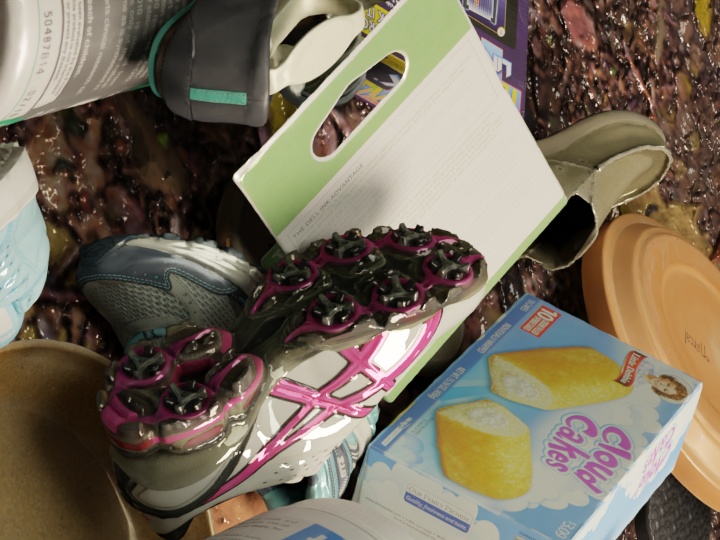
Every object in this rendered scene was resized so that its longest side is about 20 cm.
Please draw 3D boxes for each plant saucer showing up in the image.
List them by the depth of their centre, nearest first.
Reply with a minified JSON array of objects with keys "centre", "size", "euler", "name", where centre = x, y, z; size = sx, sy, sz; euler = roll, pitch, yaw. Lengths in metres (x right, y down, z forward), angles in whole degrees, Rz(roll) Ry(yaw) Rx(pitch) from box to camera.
[{"centre":[-0.141,0.131,1.091],"size":[0.200,0.035,0.200],"euler":[21,63,-47],"name":"plant saucer"},{"centre":[0.206,0.054,1.516],"size":[0.200,0.032,0.200],"euler":[39,33,-32],"name":"plant saucer"}]

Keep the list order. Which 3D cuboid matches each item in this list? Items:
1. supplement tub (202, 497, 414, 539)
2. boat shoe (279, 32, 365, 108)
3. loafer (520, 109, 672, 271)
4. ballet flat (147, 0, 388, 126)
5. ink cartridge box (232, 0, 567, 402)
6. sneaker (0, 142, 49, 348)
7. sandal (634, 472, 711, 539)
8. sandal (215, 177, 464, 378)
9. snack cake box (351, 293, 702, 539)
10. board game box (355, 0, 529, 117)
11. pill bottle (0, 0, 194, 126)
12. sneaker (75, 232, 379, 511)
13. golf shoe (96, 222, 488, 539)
[{"centre":[-0.061,0.182,1.041],"size":[0.200,0.132,0.132],"euler":[-22,96,-52],"name":"supplement tub"},{"centre":[-0.050,-0.174,1.232],"size":[0.072,0.062,0.200],"euler":[-28,79,-20],"name":"boat shoe"},{"centre":[0.115,-0.039,1.430],"size":[0.200,0.076,0.068],"euler":[-17,65,-44],"name":"loafer"},{"centre":[-0.022,-0.129,1.132],"size":[0.073,0.073,0.200],"euler":[58,43,-22],"name":"ballet flat"},{"centre":[0.013,-0.045,1.201],"size":[0.146,0.048,0.200],"euler":[-48,139,-12],"name":"ink cartridge box"},{"centre":[-0.157,-0.005,1.021],"size":[0.200,0.074,0.082],"euler":[-90,162,-81],"name":"sneaker"},{"centre":[0.183,0.113,1.513],"size":[0.075,0.045,0.200],"euler":[62,25,-27],"name":"sandal"},{"centre":[0.000,0.000,1.296],"size":[0.200,0.055,0.082],"euler":[35,53,-41],"name":"sandal"},{"centre":[0.089,0.100,1.311],"size":[0.200,0.115,0.067],"euler":[-40,151,-54],"name":"snack cake box"},{"centre":[0.015,-0.179,1.371],"size":[0.200,0.057,0.165],"euler":[27,61,-45],"name":"board game box"},{"centre":[-0.129,-0.133,1.125],"size":[0.200,0.113,0.113],"euler":[-22,97,-52],"name":"pill bottle"},{"centre":[-0.063,0.055,1.183],"size":[0.200,0.078,0.086],"euler":[41,53,-37],"name":"sneaker"},{"centre":[-0.027,0.047,1.134],"size":[0.200,0.073,0.092],"euler":[-28,133,-20],"name":"golf shoe"}]
